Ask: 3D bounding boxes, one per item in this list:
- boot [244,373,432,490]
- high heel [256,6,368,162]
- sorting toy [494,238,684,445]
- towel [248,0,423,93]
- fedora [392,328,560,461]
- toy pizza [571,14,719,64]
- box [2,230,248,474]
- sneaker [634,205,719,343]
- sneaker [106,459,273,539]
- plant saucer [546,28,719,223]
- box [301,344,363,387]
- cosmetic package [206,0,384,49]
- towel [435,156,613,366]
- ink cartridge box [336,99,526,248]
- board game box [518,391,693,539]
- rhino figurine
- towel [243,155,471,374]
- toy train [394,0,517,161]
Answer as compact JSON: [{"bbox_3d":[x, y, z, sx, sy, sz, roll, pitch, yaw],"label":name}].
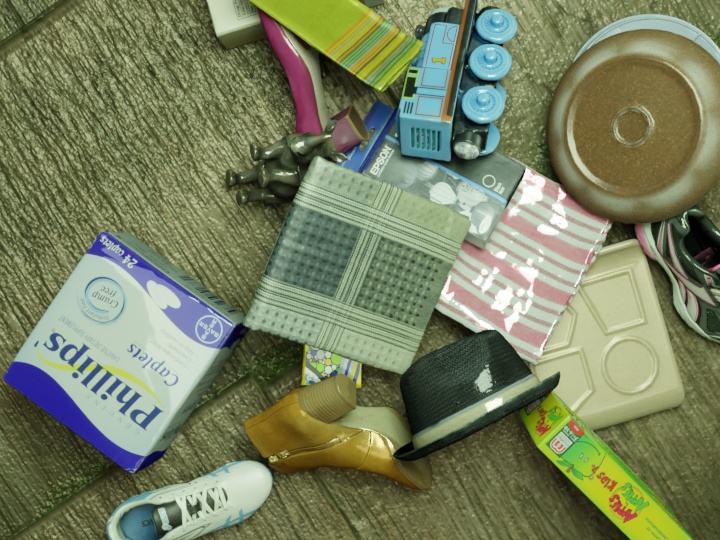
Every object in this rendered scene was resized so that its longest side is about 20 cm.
[{"bbox_3d":[-0.024,0.203,0.988,0.143,0.071,0.201,-30,119,26],"label":"boot"},{"bbox_3d":[-0.080,-0.204,0.962,0.095,0.068,0.201,-24,107,26],"label":"high heel"},{"bbox_3d":[0.258,0.083,0.997,0.183,0.036,0.203,-16,94,2],"label":"sorting toy"},{"bbox_3d":[-0.034,-0.265,0.904,0.199,0.018,0.086,36,58,6],"label":"towel"},{"bbox_3d":[0.107,0.123,0.915,0.199,0.201,0.092,-28,80,1],"label":"fedora"},{"bbox_3d":[0.329,-0.190,0.994,0.197,0.032,0.204,0,91,1],"label":"toy pizza"},{"bbox_3d":[-0.256,0.089,0.975,0.183,0.105,0.201,35,91,2],"label":"box"},{"bbox_3d":[0.382,0.007,0.949,0.080,0.086,0.200,-46,102,-7],"label":"sneaker"},{"bbox_3d":[-0.193,0.273,0.989,0.197,0.072,0.073,-20,88,0],"label":"sneaker"},{"bbox_3d":[0.285,-0.149,0.903,0.198,0.037,0.204,4,99,28],"label":"plant saucer"},{"bbox_3d":[-0.027,0.028,0.988,0.069,0.064,0.203,2,90,1],"label":"box"},{"bbox_3d":[-0.078,-0.334,0.987,0.197,0.071,0.107,-15,90,2],"label":"cosmetic package"},{"bbox_3d":[0.178,-0.015,0.966,0.145,0.030,0.201,28,78,16],"label":"towel"},{"bbox_3d":[0.076,-0.116,0.974,0.198,0.039,0.100,29,80,12],"label":"ink cartridge box"},{"bbox_3d":[0.264,0.223,0.943,0.048,0.102,0.200,-45,98,7],"label":"board game box"},{"bbox_3d":[-0.074,-0.116,0.930,0.086,0.199,0.061,-9,83,-28],"label":"rhino figurine"},{"bbox_3d":[0.000,0.000,0.909,0.198,0.035,0.195,20,98,-23],"label":"towel"},{"bbox_3d":[0.105,-0.211,0.945,0.113,0.087,0.202,9,64,7],"label":"toy train"}]
